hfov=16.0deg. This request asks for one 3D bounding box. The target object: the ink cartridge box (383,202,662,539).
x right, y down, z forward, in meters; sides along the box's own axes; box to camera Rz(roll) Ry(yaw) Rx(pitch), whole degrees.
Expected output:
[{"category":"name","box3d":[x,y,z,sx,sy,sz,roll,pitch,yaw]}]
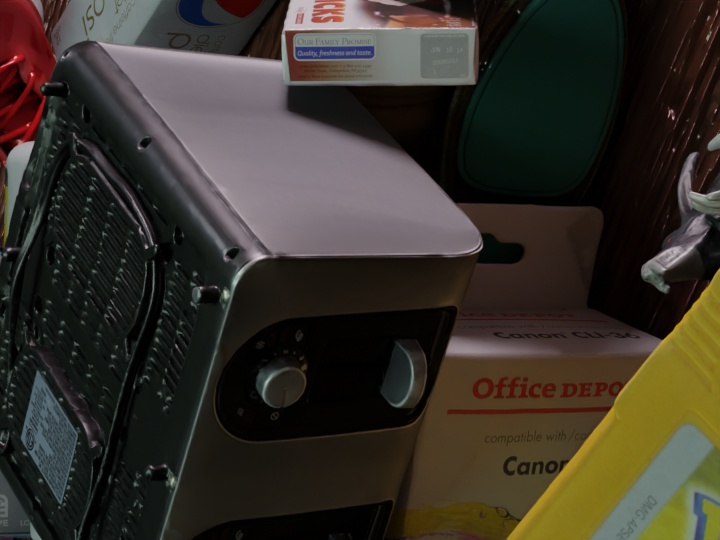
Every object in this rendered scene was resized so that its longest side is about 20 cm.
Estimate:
[{"category":"ink cartridge box","box3d":[0.051,0.078,0.983,0.067,0.116,0.201,27,113,57]}]

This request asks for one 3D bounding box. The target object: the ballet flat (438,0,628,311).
[{"category":"ballet flat","box3d":[0.057,-0.033,1.031,0.071,0.070,0.201,37,121,54]}]

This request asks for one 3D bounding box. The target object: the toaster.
[{"category":"toaster","box3d":[-0.060,0.027,0.941,0.200,0.118,0.182,48,129,47]}]

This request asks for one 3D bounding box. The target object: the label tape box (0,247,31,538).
[{"category":"label tape box","box3d":[-0.197,0.038,1.435,0.143,0.066,0.202,-162,74,-74]}]

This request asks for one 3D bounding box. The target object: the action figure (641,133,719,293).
[{"category":"action figure","box3d":[0.145,0.005,0.837,0.200,0.102,0.120,24,122,56]}]

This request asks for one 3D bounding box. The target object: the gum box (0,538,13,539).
[{"category":"gum box","box3d":[-0.275,0.153,1.556,0.066,0.113,0.201,-12,80,59]}]

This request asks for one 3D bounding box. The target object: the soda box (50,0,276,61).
[{"category":"soda box","box3d":[-0.088,-0.145,1.281,0.200,0.063,0.068,-50,48,49]}]

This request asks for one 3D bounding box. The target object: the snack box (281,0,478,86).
[{"category":"snack box","box3d":[0.009,-0.105,1.013,0.200,0.071,0.024,-87,-5,-73]}]

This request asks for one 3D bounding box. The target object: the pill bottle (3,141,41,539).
[{"category":"pill bottle","box3d":[-0.126,0.036,1.298,0.112,0.111,0.202,4,94,60]}]

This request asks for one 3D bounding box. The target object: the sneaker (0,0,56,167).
[{"category":"sneaker","box3d":[-0.172,-0.080,1.358,0.078,0.200,0.116,-37,64,3]}]

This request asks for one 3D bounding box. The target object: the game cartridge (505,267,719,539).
[{"category":"game cartridge","box3d":[0.136,0.110,0.803,0.176,0.032,0.200,46,141,14]}]

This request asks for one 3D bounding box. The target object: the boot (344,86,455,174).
[{"category":"boot","box3d":[0.000,0.000,1.080,0.175,0.066,0.201,-44,-37,-77]}]
